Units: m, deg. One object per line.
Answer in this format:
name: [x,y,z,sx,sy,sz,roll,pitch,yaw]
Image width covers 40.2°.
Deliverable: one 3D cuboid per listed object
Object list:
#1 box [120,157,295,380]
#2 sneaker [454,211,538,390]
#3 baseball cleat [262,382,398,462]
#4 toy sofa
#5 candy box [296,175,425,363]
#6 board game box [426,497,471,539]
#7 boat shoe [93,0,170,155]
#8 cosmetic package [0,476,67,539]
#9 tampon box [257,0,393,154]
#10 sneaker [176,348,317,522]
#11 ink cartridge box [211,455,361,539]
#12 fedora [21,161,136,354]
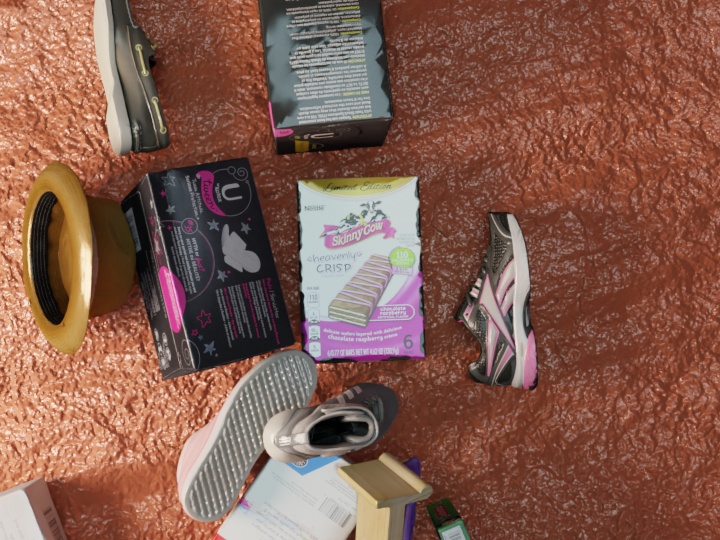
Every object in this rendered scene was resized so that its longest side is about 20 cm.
box: [-0.161,0.001,1.027,0.114,0.132,0.201,-12,86,-27]
sneaker: [0.145,0.032,1.077,0.086,0.080,0.201,-4,81,8]
baseball cleat: [-0.004,0.157,0.998,0.106,0.200,0.070,-10,92,40]
toy sofa: [0.032,0.296,1.009,0.097,0.083,0.201,-4,107,-28]
candy box: [0.000,0.000,1.080,0.136,0.061,0.201,-3,86,-2]
board game box: [0.124,0.346,1.024,0.029,0.135,0.201,-22,87,-4]
boat shoe: [-0.253,-0.224,1.083,0.060,0.072,0.202,-6,78,-24]
cosmetic package: [-0.416,0.307,1.033,0.199,0.081,0.113,-23,89,-4]
tampon box: [-0.041,-0.237,1.049,0.126,0.150,0.201,-6,86,-3]
sneaker: [-0.128,0.164,1.043,0.075,0.105,0.200,37,80,-16]
ink cartridge box: [-0.082,0.276,1.054,0.116,0.067,0.200,36,85,0]
fedora: [-0.292,-0.014,1.039,0.082,0.200,0.201,-6,85,-38]
